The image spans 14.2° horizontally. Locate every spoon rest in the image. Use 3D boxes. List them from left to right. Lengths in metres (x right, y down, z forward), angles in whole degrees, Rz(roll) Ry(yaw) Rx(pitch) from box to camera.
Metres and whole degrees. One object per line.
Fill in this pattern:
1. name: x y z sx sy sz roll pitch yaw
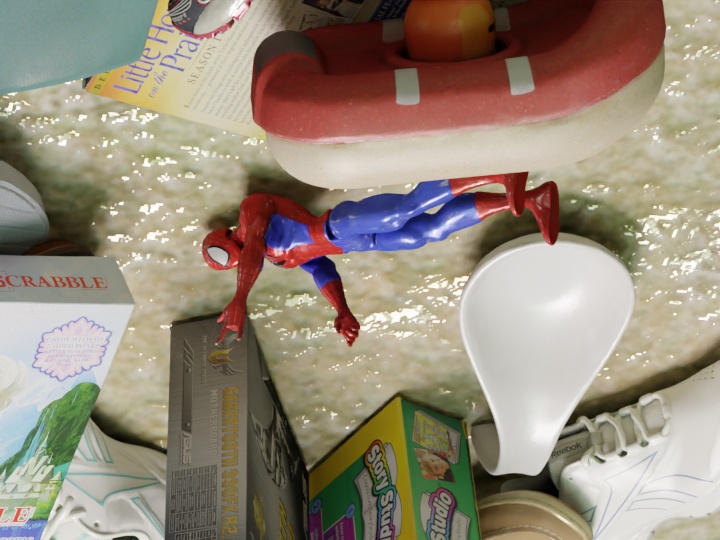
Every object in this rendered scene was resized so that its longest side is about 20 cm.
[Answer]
1. spoon rest: 0.098 0.052 1.629 0.099 0.061 0.201 0 139 -7

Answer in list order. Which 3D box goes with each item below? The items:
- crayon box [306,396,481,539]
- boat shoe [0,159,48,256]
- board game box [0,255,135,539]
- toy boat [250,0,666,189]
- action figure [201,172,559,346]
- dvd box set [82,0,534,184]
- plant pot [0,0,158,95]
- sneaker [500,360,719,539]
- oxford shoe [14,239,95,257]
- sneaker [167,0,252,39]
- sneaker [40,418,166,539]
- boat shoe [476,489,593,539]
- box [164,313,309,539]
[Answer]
1. crayon box: 0.000 0.204 1.681 0.058 0.201 0.172 24 131 -30
2. boat shoe: -0.232 -0.056 1.460 0.072 0.062 0.200 -35 150 19
3. board game box: -0.242 0.077 1.522 0.199 0.041 0.200 1 130 -31
4. toy boat: 0.044 -0.119 1.358 0.199 0.131 0.132 -6 109 -2
5. action figure: 0.000 0.000 1.507 0.199 0.100 0.065 -5 155 29
6. dvd box set: -0.021 -0.120 1.439 0.199 0.030 0.147 14 135 -23
7. plant pot: -0.189 -0.162 1.277 0.199 0.142 0.142 4 124 -24
8. sneaker: 0.161 0.114 1.701 0.087 0.075 0.200 26 129 -25
9. oxford shoe: -0.234 0.031 1.564 0.199 0.071 0.071 -29 138 1
10. sneaker: -0.055 -0.201 1.301 0.074 0.081 0.201 15 114 -4
11. sneaker: -0.172 0.122 1.660 0.200 0.081 0.070 32 128 -34
12. boat shoe: 0.067 0.194 1.743 0.071 0.065 0.200 38 140 -12
13. box: -0.067 0.150 1.613 0.048 0.201 0.159 -8 138 8
